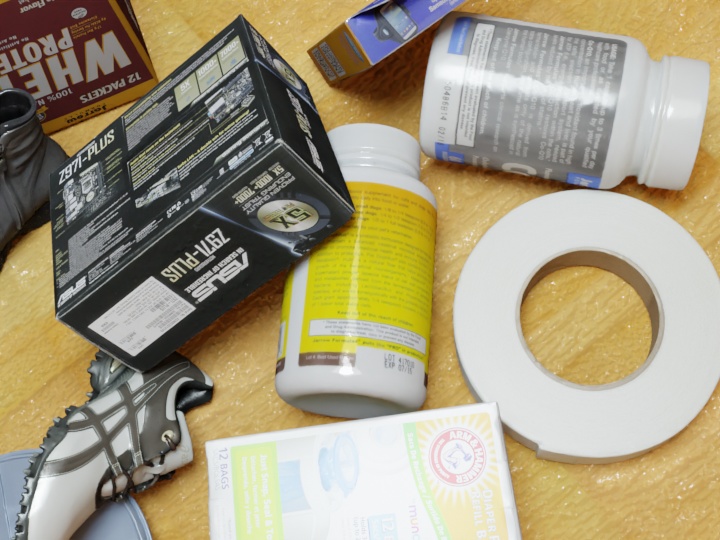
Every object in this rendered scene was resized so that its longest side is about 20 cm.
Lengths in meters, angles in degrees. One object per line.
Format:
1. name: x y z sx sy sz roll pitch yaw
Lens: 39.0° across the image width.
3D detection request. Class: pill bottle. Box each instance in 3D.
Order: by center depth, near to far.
1. pill bottle: 0.000 0.000 0.740 0.108 0.109 0.202 3 71 7
2. pill bottle: 0.151 -0.124 0.764 0.198 0.114 0.115 12 73 10

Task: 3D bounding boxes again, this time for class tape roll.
1. tape roll: 0.166 0.040 0.747 0.200 0.037 0.205 -2 71 5

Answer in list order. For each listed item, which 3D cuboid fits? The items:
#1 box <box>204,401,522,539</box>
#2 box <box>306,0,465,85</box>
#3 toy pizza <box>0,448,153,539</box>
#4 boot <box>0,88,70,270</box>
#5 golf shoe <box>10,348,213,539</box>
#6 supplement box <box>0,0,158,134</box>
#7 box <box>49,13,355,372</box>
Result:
1. box: 0.005 0.163 0.688 0.198 0.101 0.114 -8 71 4
2. box: 0.031 -0.193 0.761 0.119 0.200 0.042 -36 103 -6
3. toy pizza: -0.239 0.230 0.729 0.198 0.032 0.202 -2 71 7
4. boot: -0.311 -0.046 0.778 0.070 0.132 0.201 35 78 15
5. golf shoe: -0.168 0.127 0.707 0.094 0.078 0.201 22 50 1
6. supplement box: -0.274 -0.247 0.808 0.132 0.197 0.201 -22 71 -1
7. box: -0.120 -0.055 0.724 0.199 0.086 0.164 -36 43 14
